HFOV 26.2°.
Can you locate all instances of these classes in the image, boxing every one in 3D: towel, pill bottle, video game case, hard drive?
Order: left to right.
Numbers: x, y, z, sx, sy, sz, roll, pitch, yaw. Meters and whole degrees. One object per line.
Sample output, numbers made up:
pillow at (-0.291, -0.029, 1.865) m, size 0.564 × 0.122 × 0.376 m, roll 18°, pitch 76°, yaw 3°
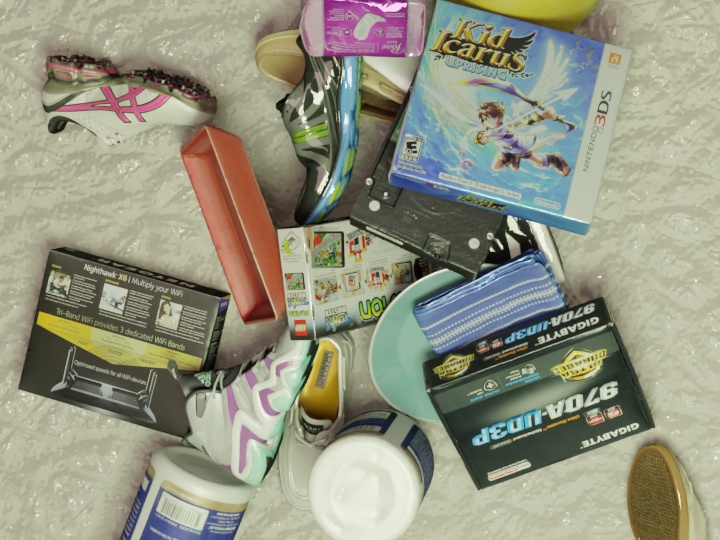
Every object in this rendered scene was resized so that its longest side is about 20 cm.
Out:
pill bottle at (-0.201, 0.298, 1.648) m, size 0.115 × 0.116 × 0.202 m, roll 24°, pitch 98°, yaw 6°
pill bottle at (0.016, 0.202, 1.561) m, size 0.110 × 0.200 × 0.112 m, roll 1°, pitch 95°, yaw 9°
hard drive at (0.090, -0.108, 1.516) m, size 0.139 × 0.038 × 0.201 m, roll 23°, pitch 78°, yaw 5°
video game case at (0.144, -0.148, 1.484) m, size 0.198 × 0.045 × 0.183 m, roll 15°, pitch 76°, yaw 3°
towel at (0.154, 0.078, 1.565) m, size 0.144 × 0.024 × 0.201 m, roll -25°, pitch 125°, yaw 10°

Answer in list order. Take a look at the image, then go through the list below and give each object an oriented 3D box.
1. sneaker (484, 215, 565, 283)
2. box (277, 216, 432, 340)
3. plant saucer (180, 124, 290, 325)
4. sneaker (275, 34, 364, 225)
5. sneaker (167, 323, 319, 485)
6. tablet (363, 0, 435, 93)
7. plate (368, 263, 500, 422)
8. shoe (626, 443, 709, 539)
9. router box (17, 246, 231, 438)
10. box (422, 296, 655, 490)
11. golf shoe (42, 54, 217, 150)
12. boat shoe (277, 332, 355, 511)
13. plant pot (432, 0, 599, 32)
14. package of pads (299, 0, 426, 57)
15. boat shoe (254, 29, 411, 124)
sneaker at (0.126, -0.064, 1.584) m, size 0.111 × 0.073 × 0.202 m, roll -20°, pitch 93°, yaw 9°
box at (0.000, 0.000, 1.552) m, size 0.034 × 0.199 × 0.111 m, roll -3°, pitch 95°, yaw 39°
plant saucer at (-0.122, -0.046, 1.576) m, size 0.036 × 0.200 × 0.201 m, roll -21°, pitch 92°, yaw -13°
sneaker at (-0.044, -0.142, 1.542) m, size 0.082 × 0.071 × 0.202 m, roll 7°, pitch 99°, yaw 9°
sneaker at (-0.131, 0.113, 1.587) m, size 0.139 × 0.078 × 0.201 m, roll 25°, pitch 110°, yaw 5°
tablet at (0.058, -0.246, 1.579) m, size 0.199 × 0.014 × 0.130 m, roll 37°, pitch 69°, yaw 4°
plate at (0.103, 0.071, 1.585) m, size 0.198 × 0.026 × 0.202 m, roll -6°, pitch 124°, yaw -9°
shoe at (0.323, 0.277, 1.601) m, size 0.070 × 0.053 × 0.202 m, roll -10°, pitch 89°, yaw 42°
router box at (-0.254, 0.076, 1.668) m, size 0.198 × 0.052 × 0.159 m, roll 16°, pitch 97°, yaw 7°
box at (0.181, 0.127, 1.567) m, size 0.198 × 0.046 × 0.160 m, roll -20°, pitch 127°, yaw 10°
golf shoe at (-0.243, -0.171, 1.639) m, size 0.198 × 0.073 × 0.093 m, roll 12°, pitch 103°, yaw 18°
boat shoe at (-0.048, 0.160, 1.634) m, size 0.070 × 0.070 × 0.202 m, roll 14°, pitch 97°, yaw 7°
plant pot at (0.155, -0.328, 1.508) m, size 0.198 × 0.142 × 0.202 m, roll 0°, pitch 89°, yaw 3°
package of pads at (0.002, -0.298, 1.515) m, size 0.119 × 0.201 × 0.076 m, roll 1°, pitch 139°, yaw -1°
boat shoe at (-0.018, -0.194, 1.587) m, size 0.198 × 0.072 × 0.065 m, roll 12°, pitch 58°, yaw 6°
